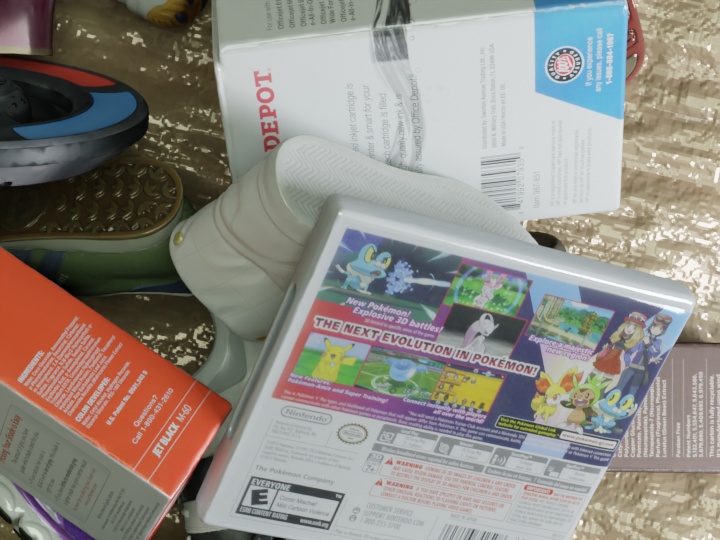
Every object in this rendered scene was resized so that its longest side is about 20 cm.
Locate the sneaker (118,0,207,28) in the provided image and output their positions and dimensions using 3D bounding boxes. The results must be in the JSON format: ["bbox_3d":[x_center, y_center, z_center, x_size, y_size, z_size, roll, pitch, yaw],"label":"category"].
[{"bbox_3d":[-0.089,-0.236,1.079,0.088,0.075,0.200,29,79,6],"label":"sneaker"}]

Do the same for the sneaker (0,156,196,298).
[{"bbox_3d":[-0.172,-0.018,1.059,0.199,0.090,0.067,4,61,22],"label":"sneaker"}]

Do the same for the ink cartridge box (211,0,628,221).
[{"bbox_3d":[0.029,-0.096,1.002,0.199,0.145,0.084,-6,48,-1],"label":"ink cartridge box"}]

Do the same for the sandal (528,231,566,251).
[{"bbox_3d":[0.019,-0.018,1.072,0.199,0.082,0.055,1,111,-9],"label":"sandal"}]

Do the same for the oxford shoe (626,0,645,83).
[{"bbox_3d":[0.096,-0.189,1.102,0.070,0.075,0.200,-30,112,15],"label":"oxford shoe"}]

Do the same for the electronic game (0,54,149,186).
[{"bbox_3d":[-0.207,-0.083,0.999,0.199,0.200,0.042,3,108,-6],"label":"electronic game"}]

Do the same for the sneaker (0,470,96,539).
[{"bbox_3d":[-0.175,0.088,1.053,0.083,0.081,0.200,-38,91,-12],"label":"sneaker"}]

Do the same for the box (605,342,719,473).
[{"bbox_3d":[0.116,0.074,1.075,0.199,0.100,0.075,0,87,-8],"label":"box"}]

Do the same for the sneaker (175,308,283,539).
[{"bbox_3d":[-0.074,0.104,1.073,0.088,0.074,0.201,15,90,14],"label":"sneaker"}]

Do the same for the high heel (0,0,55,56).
[{"bbox_3d":[-0.257,-0.169,1.048,0.199,0.067,0.097,3,95,-12],"label":"high heel"}]

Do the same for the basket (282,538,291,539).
[{"bbox_3d":[-0.058,0.250,0.996,0.135,0.123,0.201,-12,112,9],"label":"basket"}]

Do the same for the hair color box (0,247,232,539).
[{"bbox_3d":[-0.170,0.052,0.978,0.200,0.111,0.064,33,61,-1],"label":"hair color box"}]

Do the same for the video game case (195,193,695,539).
[{"bbox_3d":[0.041,0.064,0.965,0.199,0.023,0.183,14,116,-23],"label":"video game case"}]

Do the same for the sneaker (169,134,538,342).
[{"bbox_3d":[0.000,0.000,1.001,0.200,0.115,0.074,25,53,-34],"label":"sneaker"}]
